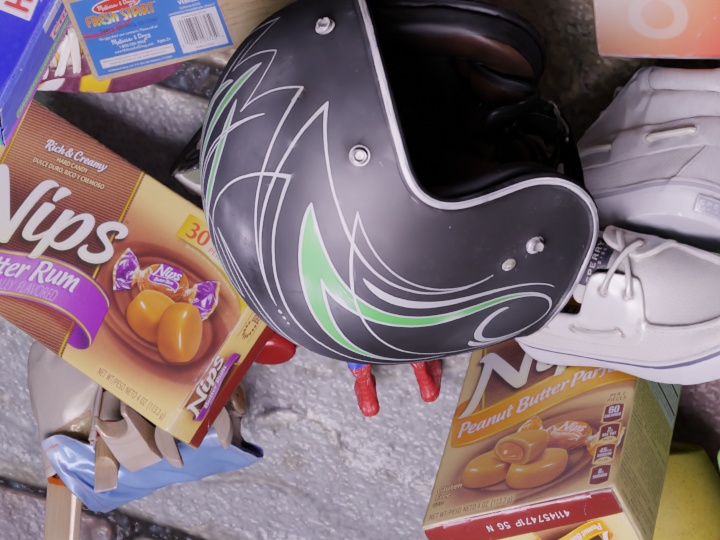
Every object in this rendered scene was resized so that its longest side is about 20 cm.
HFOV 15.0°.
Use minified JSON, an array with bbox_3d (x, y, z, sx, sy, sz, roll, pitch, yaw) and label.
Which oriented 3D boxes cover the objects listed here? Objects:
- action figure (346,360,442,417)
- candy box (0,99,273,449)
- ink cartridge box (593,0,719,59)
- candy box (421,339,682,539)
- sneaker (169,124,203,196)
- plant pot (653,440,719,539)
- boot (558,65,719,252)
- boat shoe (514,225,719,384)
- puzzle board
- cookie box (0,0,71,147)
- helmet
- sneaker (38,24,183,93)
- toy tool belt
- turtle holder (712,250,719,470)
[{"bbox_3d":[0.000,0.000,1.565,0.065,0.052,0.201,-10,137,7],"label":"action figure"},{"bbox_3d":[-0.144,-0.001,1.577,0.199,0.056,0.117,33,87,22],"label":"candy box"},{"bbox_3d":[0.198,-0.206,1.415,0.161,0.050,0.201,2,122,17],"label":"ink cartridge box"},{"bbox_3d":[0.112,0.081,1.513,0.115,0.201,0.055,-15,124,26],"label":"candy box"},{"bbox_3d":[-0.008,-0.071,1.560,0.199,0.077,0.089,-18,124,32],"label":"sneaker"},{"bbox_3d":[0.146,0.170,1.579,0.199,0.200,0.143,4,92,17],"label":"plant pot"},{"bbox_3d":[0.145,-0.057,1.508,0.073,0.096,0.199,26,161,-32],"label":"boot"},{"bbox_3d":[0.140,0.010,1.447,0.199,0.071,0.070,4,149,51],"label":"boat shoe"},{"bbox_3d":[-0.075,-0.188,1.429,0.199,0.017,0.151,-12,118,18],"label":"puzzle board"},{"bbox_3d":[-0.247,-0.191,1.509,0.199,0.172,0.075,25,167,4],"label":"cookie box"},{"bbox_3d":[0.010,-0.049,1.400,0.189,0.201,0.201,7,126,-20],"label":"helmet"},{"bbox_3d":[-0.197,-0.126,1.572,0.199,0.090,0.075,3,119,19],"label":"sneaker"},{"bbox_3d":[-0.112,0.092,1.638,0.199,0.124,0.125,-20,147,29],"label":"toy tool belt"},{"bbox_3d":[0.252,0.043,1.499,0.131,0.187,0.141,-16,149,12],"label":"turtle holder"}]
